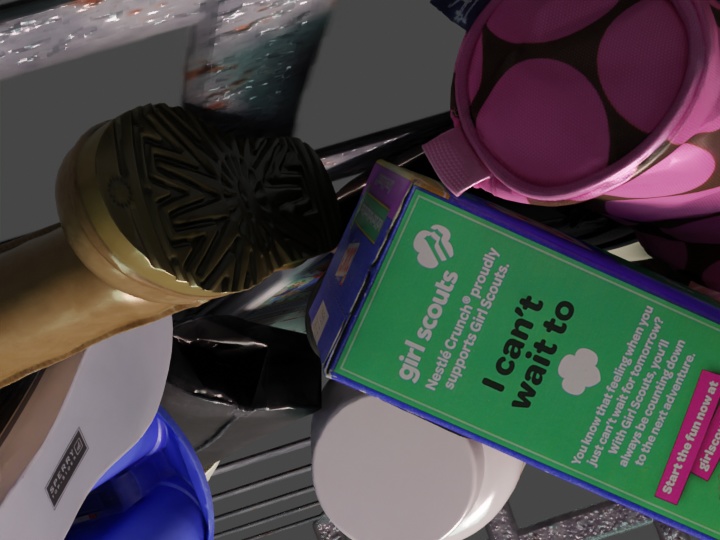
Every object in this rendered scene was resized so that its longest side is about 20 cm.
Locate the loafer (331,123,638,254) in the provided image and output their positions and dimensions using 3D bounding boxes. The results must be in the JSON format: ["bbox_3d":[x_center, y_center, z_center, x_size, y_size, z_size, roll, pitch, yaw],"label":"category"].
[{"bbox_3d":[0.070,-0.039,0.793,0.200,0.072,0.063,-22,165,32],"label":"loafer"}]

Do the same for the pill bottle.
[{"bbox_3d":[0.036,0.082,1.032,0.111,0.111,0.200,-21,-176,15],"label":"pill bottle"}]

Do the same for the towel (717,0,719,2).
[{"bbox_3d":[0.161,-0.122,0.643,0.144,0.023,0.200,-13,169,-33],"label":"towel"}]

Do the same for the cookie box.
[{"bbox_3d":[0.087,0.033,0.704,0.200,0.075,0.171,23,-176,-5],"label":"cookie box"}]

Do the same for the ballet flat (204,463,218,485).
[{"bbox_3d":[-0.136,0.129,1.328,0.075,0.068,0.200,-36,165,8],"label":"ballet flat"}]

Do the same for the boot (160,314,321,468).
[{"bbox_3d":[-0.128,0.080,1.018,0.165,0.066,0.200,-6,167,-28],"label":"boot"}]

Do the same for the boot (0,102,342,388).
[{"bbox_3d":[-0.123,0.010,0.716,0.200,0.066,0.175,-21,169,22],"label":"boot"}]

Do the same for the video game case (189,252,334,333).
[{"bbox_3d":[0.000,0.000,1.003,0.143,0.018,0.200,-12,168,-31],"label":"video game case"}]

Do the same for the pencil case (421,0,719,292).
[{"bbox_3d":[0.102,-0.042,0.651,0.094,0.091,0.200,-45,150,15],"label":"pencil case"}]

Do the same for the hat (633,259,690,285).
[{"bbox_3d":[0.188,-0.015,1.046,0.201,0.081,0.201,-35,176,-3],"label":"hat"}]

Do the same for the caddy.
[{"bbox_3d":[-0.165,0.119,0.949,0.200,0.141,0.105,-16,-167,33],"label":"caddy"}]

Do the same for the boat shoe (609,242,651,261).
[{"bbox_3d":[0.147,-0.053,0.840,0.070,0.072,0.201,-2,169,-32],"label":"boat shoe"}]

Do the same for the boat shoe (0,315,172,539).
[{"bbox_3d":[-0.143,0.071,0.830,0.066,0.070,0.200,3,-138,21],"label":"boat shoe"}]

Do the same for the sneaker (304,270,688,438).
[{"bbox_3d":[0.082,0.038,0.893,0.199,0.076,0.114,6,-168,-16],"label":"sneaker"}]

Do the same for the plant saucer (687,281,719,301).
[{"bbox_3d":[0.237,0.015,0.855,0.200,0.051,0.201,6,170,1],"label":"plant saucer"}]
